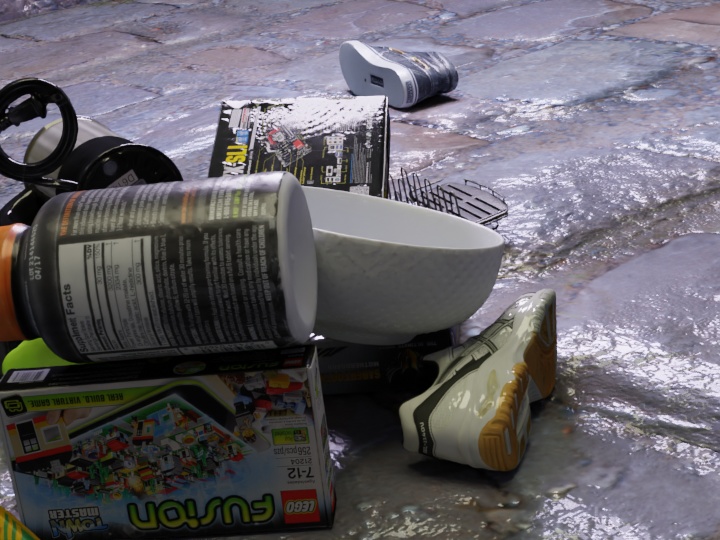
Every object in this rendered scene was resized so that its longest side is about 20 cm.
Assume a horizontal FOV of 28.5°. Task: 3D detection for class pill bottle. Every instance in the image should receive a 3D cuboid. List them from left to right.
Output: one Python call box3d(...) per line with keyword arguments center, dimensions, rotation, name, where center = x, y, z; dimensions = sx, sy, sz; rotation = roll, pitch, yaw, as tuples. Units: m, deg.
box3d(center=(-0.131, 0.000, 0.867), dimensions=(0.198, 0.107, 0.106), rotation=(-4, 20, 9), name="pill bottle")

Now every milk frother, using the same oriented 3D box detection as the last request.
box3d(center=(-0.298, -0.116, 1.428), dimensions=(0.179, 0.202, 0.188), rotation=(-21, 23, -24), name="milk frother")

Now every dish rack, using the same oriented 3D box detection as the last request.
box3d(center=(0.033, -0.053, 1.334), dimensions=(0.198, 0.055, 0.153), rotation=(-21, 24, -17), name="dish rack")

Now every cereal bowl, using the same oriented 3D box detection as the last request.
box3d(center=(0.000, 0.000, 1.001), dimensions=(0.198, 0.084, 0.200), rotation=(9, 11, -2), name="cereal bowl")

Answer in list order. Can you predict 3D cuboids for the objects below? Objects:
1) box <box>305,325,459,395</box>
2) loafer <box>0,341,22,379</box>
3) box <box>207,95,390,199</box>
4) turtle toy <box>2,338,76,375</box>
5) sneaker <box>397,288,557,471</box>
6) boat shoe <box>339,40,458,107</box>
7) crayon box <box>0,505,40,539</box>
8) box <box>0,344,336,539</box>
box3d(center=(-0.022, 0.043, 1.117), dimensions=(0.198, 0.049, 0.159), rotation=(-5, 20, 6), name="box")
box3d(center=(-0.228, 0.040, 1.177), dimensions=(0.071, 0.064, 0.200), rotation=(7, 25, 34), name="loafer")
box3d(center=(-0.054, -0.077, 1.255), dimensions=(0.158, 0.050, 0.201), rotation=(-3, 43, 5), name="box")
box3d(center=(-0.140, 0.067, 0.964), dimensions=(0.198, 0.102, 0.146), rotation=(-13, 39, -2), name="turtle toy")
box3d(center=(0.084, 0.065, 0.983), dimensions=(0.087, 0.076, 0.200), rotation=(1, 21, 21), name="sneaker")
box3d(center=(0.049, -0.268, 1.919), dimensions=(0.090, 0.072, 0.200), rotation=(-15, 28, -24), name="boat shoe")
box3d(center=(-0.208, 0.184, 0.716), dimensions=(0.127, 0.051, 0.199), rotation=(-53, 35, -14), name="crayon box")
box3d(center=(-0.119, 0.110, 0.883), dimensions=(0.198, 0.111, 0.035), rotation=(-5, 20, 7), name="box")
